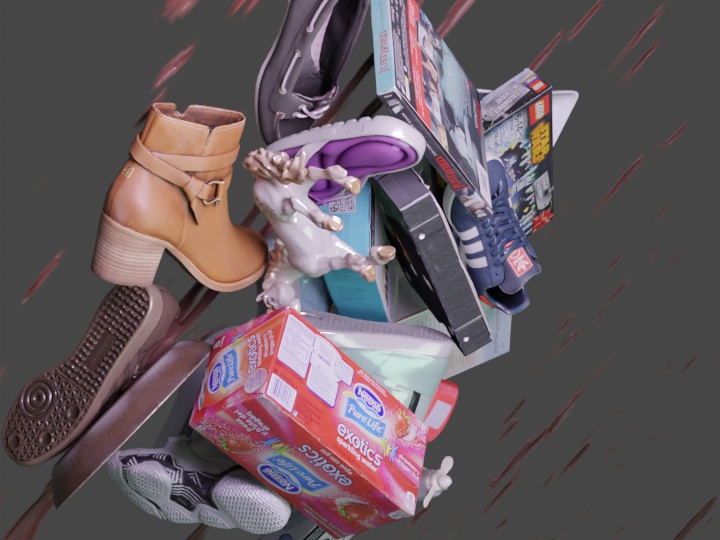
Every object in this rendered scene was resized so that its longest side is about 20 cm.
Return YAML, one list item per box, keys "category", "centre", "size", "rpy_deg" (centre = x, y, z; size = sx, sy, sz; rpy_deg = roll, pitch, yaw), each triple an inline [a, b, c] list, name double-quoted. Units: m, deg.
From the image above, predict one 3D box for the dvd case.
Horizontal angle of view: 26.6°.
- category: "dvd case"
  centre: [0.062, -0.153, 1.320]
  size: [0.022, 0.146, 0.200]
  rpy_deg: [-19, 144, 22]

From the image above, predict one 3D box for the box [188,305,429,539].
- category: "box"
  centre: [-0.041, 0.136, 1.326]
  size: [0.095, 0.100, 0.200]
  rpy_deg: [-23, 128, 36]

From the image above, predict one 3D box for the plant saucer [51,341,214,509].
- category: "plant saucer"
  centre: [-0.208, 0.130, 1.355]
  size: [0.200, 0.032, 0.200]
  rpy_deg: [-46, -178, 2]

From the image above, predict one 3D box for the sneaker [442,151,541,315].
- category: "sneaker"
  centre: [0.135, -0.031, 1.469]
  size: [0.075, 0.085, 0.200]
  rpy_deg: [-36, 146, -14]

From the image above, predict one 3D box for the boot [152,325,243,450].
- category: "boot"
  centre: [-0.130, 0.129, 1.499]
  size: [0.096, 0.074, 0.200]
  rpy_deg: [-11, 140, -54]

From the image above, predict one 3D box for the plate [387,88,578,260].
- category: "plate"
  centre: [0.113, -0.104, 1.548]
  size: [0.199, 0.032, 0.200]
  rpy_deg: [-7, 131, -46]

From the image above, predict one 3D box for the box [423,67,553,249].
- category: "box"
  centre: [0.130, -0.089, 1.517]
  size: [0.137, 0.040, 0.200]
  rpy_deg: [-36, 146, -18]

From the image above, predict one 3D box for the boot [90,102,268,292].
- category: "boot"
  centre: [-0.127, -0.064, 1.282]
  size: [0.200, 0.074, 0.155]
  rpy_deg: [-5, 123, -54]

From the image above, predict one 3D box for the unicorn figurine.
- category: "unicorn figurine"
  centre: [-0.046, -0.025, 1.287]
  size: [0.074, 0.137, 0.200]
  rpy_deg: [-39, 125, -42]

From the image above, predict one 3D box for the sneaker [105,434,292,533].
- category: "sneaker"
  centre: [-0.134, 0.176, 1.421]
  size: [0.115, 0.200, 0.075]
  rpy_deg: [-57, 141, -39]

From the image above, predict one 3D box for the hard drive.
- category: "hard drive"
  centre: [0.055, -0.030, 1.422]
  size: [0.038, 0.140, 0.200]
  rpy_deg: [-31, 130, -5]

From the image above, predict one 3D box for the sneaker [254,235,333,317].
- category: "sneaker"
  centre: [-0.053, 0.041, 1.475]
  size: [0.082, 0.074, 0.200]
  rpy_deg: [-26, 143, -25]

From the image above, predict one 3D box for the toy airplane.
- category: "toy airplane"
  centre: [0.000, 0.188, 1.550]
  size: [0.200, 0.141, 0.199]
  rpy_deg: [-7, 142, -8]

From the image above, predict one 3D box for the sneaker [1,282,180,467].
- category: "sneaker"
  centre: [-0.228, 0.096, 1.337]
  size: [0.200, 0.070, 0.076]
  rpy_deg: [-49, 155, 7]

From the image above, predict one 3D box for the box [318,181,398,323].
- category: "box"
  centre: [0.000, 0.000, 1.445]
  size: [0.049, 0.082, 0.200]
  rpy_deg: [-3, 153, 8]

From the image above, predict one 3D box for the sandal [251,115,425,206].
- category: "sandal"
  centre: [-0.030, -0.082, 1.293]
  size: [0.082, 0.203, 0.050]
  rpy_deg: [30, 60, -28]

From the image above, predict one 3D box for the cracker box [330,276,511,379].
- category: "cracker box"
  centre: [0.064, 0.064, 1.621]
  size: [0.200, 0.058, 0.134]
  rpy_deg: [-21, 141, -16]

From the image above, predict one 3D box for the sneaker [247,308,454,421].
- category: "sneaker"
  centre: [-0.017, 0.104, 1.410]
  size: [0.200, 0.074, 0.118]
  rpy_deg: [10, 103, -21]

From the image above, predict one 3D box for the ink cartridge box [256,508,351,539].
- category: "ink cartridge box"
  centre: [-0.031, 0.280, 1.785]
  size: [0.200, 0.044, 0.094]
  rpy_deg: [-44, 149, -4]

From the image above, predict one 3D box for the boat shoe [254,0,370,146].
- category: "boat shoe"
  centre: [-0.039, -0.174, 1.272]
  size: [0.067, 0.057, 0.200]
  rpy_deg: [-16, 137, -39]
